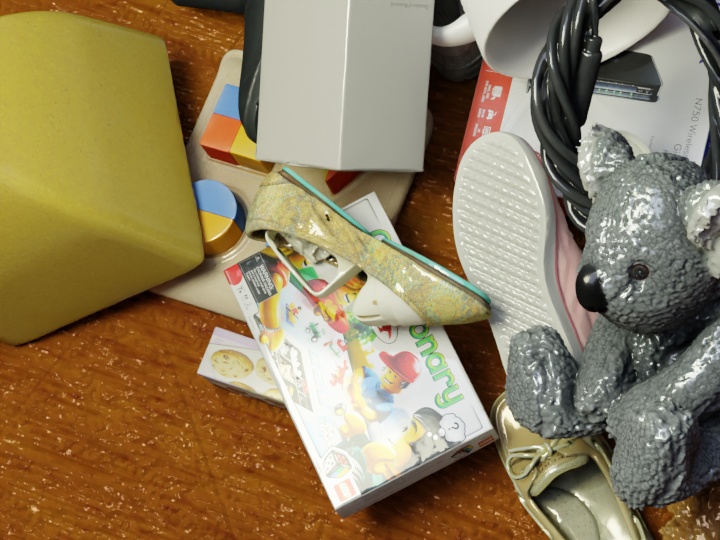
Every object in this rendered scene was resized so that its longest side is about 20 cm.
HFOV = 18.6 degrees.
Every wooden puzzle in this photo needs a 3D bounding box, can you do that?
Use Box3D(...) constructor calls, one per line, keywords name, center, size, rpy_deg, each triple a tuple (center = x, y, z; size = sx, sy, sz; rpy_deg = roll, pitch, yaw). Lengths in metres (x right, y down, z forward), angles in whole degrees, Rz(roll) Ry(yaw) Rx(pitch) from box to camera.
Box3D(name="wooden puzzle", center=(-0.062, -0.060, 1.663), size=(0.184, 0.046, 0.201), rpy_deg=(17, 79, 20))

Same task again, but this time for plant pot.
Box3D(name="plant pot", center=(-0.261, -0.081, 1.620), size=(0.195, 0.200, 0.195), rpy_deg=(-22, 68, 25))

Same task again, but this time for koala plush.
Box3D(name="koala plush", center=(0.194, 0.011, 1.397), size=(0.183, 0.201, 0.177), rpy_deg=(-23, 29, -23))

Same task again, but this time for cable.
Box3D(name="cable", center=(0.187, -0.116, 1.473), size=(0.163, 0.051, 0.201), rpy_deg=(-30, 107, -7))

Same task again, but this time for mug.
Box3D(name="mug", center=(0.108, -0.238, 1.569), size=(0.199, 0.147, 0.176), rpy_deg=(-29, 64, 23))

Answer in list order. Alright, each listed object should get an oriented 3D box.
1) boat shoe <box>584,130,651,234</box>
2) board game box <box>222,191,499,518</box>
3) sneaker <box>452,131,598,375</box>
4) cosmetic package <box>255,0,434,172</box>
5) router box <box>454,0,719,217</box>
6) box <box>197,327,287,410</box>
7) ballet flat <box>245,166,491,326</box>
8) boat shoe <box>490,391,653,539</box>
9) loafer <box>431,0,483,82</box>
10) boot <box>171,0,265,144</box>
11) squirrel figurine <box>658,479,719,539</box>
Box3D(name="boat shoe", center=(0.205, -0.007, 1.540), size=(0.073, 0.062, 0.201), rpy_deg=(-33, 102, -20))
Box3D(name="board game box", center=(-0.001, 0.059, 1.567), size=(0.126, 0.035, 0.201), rpy_deg=(-28, 70, 2))
Box3D(name="sneaker", center=(0.129, 0.000, 1.552), size=(0.075, 0.105, 0.201), rpy_deg=(-17, 87, 29))
Box3D(name="cosmetic package", center=(-0.011, -0.173, 1.562), size=(0.107, 0.084, 0.201), rpy_deg=(14, 103, 50))
Box3D(name="router box", center=(0.179, -0.138, 1.616), size=(0.178, 0.049, 0.201), rpy_deg=(9, 76, 19))
Box3D(name="box", center=(-0.022, 0.091, 1.608), size=(0.199, 0.039, 0.042), rpy_deg=(18, 79, 20))
Box3D(name="ballet flat", center=(0.000, 0.000, 1.533), size=(0.200, 0.071, 0.071), rpy_deg=(33, 84, 24))
Box3D(name="boat shoe", center=(0.152, 0.160, 1.523), size=(0.073, 0.063, 0.201), rpy_deg=(-30, 68, 5))
Box3D(name="loafer", center=(0.038, -0.234, 1.675), size=(0.070, 0.070, 0.200), rpy_deg=(-36, 67, 3))
Box3D(name="boot", center=(-0.086, -0.197, 1.678), size=(0.168, 0.076, 0.201), rpy_deg=(14, 81, 41))
Box3D(name="squirrel figurine", center=(0.296, 0.140, 1.453), size=(0.199, 0.142, 0.188), rpy_deg=(11, 70, 16))
